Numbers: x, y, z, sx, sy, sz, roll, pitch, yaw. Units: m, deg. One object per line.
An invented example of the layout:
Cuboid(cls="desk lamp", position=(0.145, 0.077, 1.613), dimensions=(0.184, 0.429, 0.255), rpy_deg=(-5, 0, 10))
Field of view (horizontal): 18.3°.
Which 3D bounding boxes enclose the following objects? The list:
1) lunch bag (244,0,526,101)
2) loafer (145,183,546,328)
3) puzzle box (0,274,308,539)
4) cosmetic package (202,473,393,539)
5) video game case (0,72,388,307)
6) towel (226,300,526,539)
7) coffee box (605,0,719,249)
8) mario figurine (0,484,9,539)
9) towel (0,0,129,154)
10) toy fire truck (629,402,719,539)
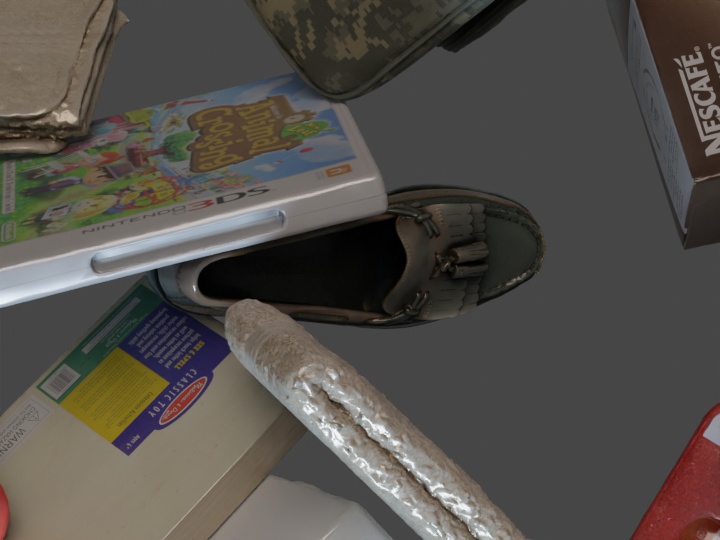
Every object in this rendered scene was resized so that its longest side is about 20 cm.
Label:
Cuboid(cls="lunch bag", position=(0.049, -0.195, 1.091), dimensions=(0.139, 0.200, 0.168), rpy_deg=(53, 44, -1))
Cuboid(cls="loafer", position=(0.000, 0.000, 1.071), dimensions=(0.200, 0.063, 0.072), rpy_deg=(-4, 103, -17))
Cuboid(cls="puzzle box", position=(-0.125, 0.101, 1.052), dimensions=(0.200, 0.025, 0.133), rpy_deg=(-46, 47, -16))
Cuboid(cls="cosmetic package", position=(-0.067, 0.189, 0.985), dimensions=(0.200, 0.101, 0.071), rpy_deg=(-48, 112, -16))
Cuboid(cls="video game case", position=(-0.090, -0.046, 1.075), dimensions=(0.182, 0.022, 0.200), rpy_deg=(-14, 21, -3))
Cuboid(cls="towel", position=(0.026, 0.093, 0.971), dimensions=(0.034, 0.133, 0.200), rpy_deg=(-46, 108, -5))
Cuboid(cls="coffee box", position=(0.191, -0.124, 1.135), dimensions=(0.114, 0.080, 0.200), rpy_deg=(-12, 65, -2))
Cuboid(cls="mario figurine", position=(-0.239, 0.075, 1.027), dimensions=(0.106, 0.123, 0.200), rpy_deg=(-31, 48, -5))
Cuboid(cls="towel", position=(-0.227, -0.110, 1.157), dimensions=(0.200, 0.034, 0.133), rpy_deg=(3, 42, 7))
Cuboid(cls="toy fire truck", position=(0.212, 0.153, 1.005), dimensions=(0.200, 0.112, 0.168), rpy_deg=(33, 95, 17))
